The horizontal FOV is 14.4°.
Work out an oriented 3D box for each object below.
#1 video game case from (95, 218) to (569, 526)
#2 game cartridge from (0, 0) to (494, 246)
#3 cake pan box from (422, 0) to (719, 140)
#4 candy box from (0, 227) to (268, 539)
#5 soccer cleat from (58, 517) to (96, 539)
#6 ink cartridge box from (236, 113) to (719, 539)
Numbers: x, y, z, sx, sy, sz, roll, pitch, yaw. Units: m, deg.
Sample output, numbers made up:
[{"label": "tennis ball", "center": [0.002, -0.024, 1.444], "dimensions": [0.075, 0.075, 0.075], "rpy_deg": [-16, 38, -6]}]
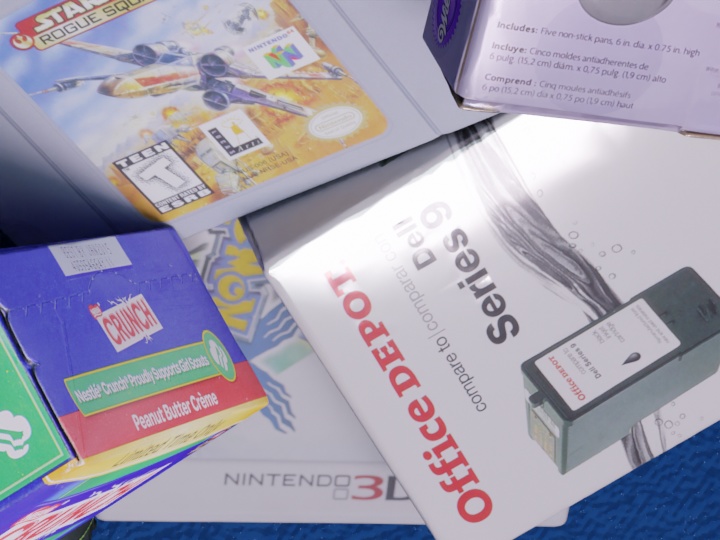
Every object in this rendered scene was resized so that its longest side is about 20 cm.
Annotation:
[{"label": "video game case", "center": [0.000, 0.000, 1.033], "dimensions": [0.182, 0.022, 0.200], "rpy_deg": [2, 112, -13]}, {"label": "game cartridge", "center": [-0.056, -0.072, 0.917], "dimensions": [0.200, 0.042, 0.133], "rpy_deg": [-21, 139, 22]}, {"label": "cake pan box", "center": [0.135, -0.128, 0.825], "dimensions": [0.200, 0.052, 0.184], "rpy_deg": [5, 118, -17]}, {"label": "candy box", "center": [-0.148, 0.069, 0.902], "dimensions": [0.200, 0.169, 0.077], "rpy_deg": [-34, 83, 16]}, {"label": "soccer cleat", "center": [-0.127, 0.109, 1.036], "dimensions": [0.081, 0.068, 0.200], "rpy_deg": [17, 107, -40]}, {"label": "ink cartridge box", "center": [0.076, -0.011, 0.986], "dimensions": [0.200, 0.084, 0.146], "rpy_deg": [-31, 115, 3]}]
